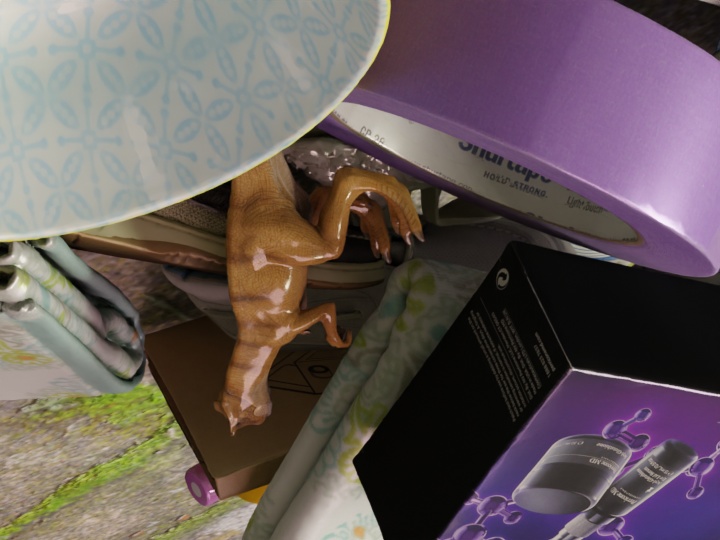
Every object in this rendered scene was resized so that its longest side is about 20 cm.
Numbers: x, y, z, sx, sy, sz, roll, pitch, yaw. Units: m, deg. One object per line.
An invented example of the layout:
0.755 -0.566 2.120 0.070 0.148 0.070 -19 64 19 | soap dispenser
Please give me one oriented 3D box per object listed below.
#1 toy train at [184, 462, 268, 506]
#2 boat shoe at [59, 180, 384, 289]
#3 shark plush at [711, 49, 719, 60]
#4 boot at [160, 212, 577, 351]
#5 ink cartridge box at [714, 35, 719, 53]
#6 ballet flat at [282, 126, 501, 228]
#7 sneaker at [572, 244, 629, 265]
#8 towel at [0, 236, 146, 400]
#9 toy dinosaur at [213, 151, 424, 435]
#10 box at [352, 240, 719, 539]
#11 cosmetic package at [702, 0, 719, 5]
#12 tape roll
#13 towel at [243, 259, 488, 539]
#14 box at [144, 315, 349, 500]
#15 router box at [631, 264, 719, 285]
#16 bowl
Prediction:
-0.018 0.069 1.174 0.199 0.056 0.150 1 -151 29 | toy train
-0.068 -0.032 0.952 0.199 0.065 0.073 11 179 -38 | boat shoe
0.230 -0.120 0.891 0.200 0.091 0.083 -38 -171 -3 | shark plush
0.000 0.000 1.059 0.199 0.074 0.096 -7 159 24 | boot
0.251 -0.056 1.031 0.125 0.129 0.200 19 -175 29 | ink cartridge box
0.033 -0.050 1.011 0.199 0.072 0.072 -2 152 -37 | ballet flat
0.190 -0.057 1.140 0.199 0.079 0.089 -18 161 -5 | sneaker
-0.196 0.020 0.955 0.170 0.048 0.200 0 164 8 | towel
-0.035 -0.021 0.892 0.106 0.060 0.201 -14 113 -20 | toy dinosaur
0.120 0.077 0.954 0.199 0.079 0.141 11 131 -32 | box
0.125 -0.169 0.818 0.113 0.081 0.200 -36 153 33 | cosmetic package
0.060 -0.066 0.856 0.199 0.066 0.200 23 175 2 | tape roll
0.053 0.090 1.037 0.171 0.048 0.200 10 123 -34 | towel
-0.002 0.044 1.125 0.199 0.164 0.021 -18 116 -12 | box
0.187 0.045 1.218 0.200 0.049 0.180 -35 -159 0 | router box
-0.100 -0.104 0.733 0.199 0.108 0.200 -18 158 -7 | bowl
